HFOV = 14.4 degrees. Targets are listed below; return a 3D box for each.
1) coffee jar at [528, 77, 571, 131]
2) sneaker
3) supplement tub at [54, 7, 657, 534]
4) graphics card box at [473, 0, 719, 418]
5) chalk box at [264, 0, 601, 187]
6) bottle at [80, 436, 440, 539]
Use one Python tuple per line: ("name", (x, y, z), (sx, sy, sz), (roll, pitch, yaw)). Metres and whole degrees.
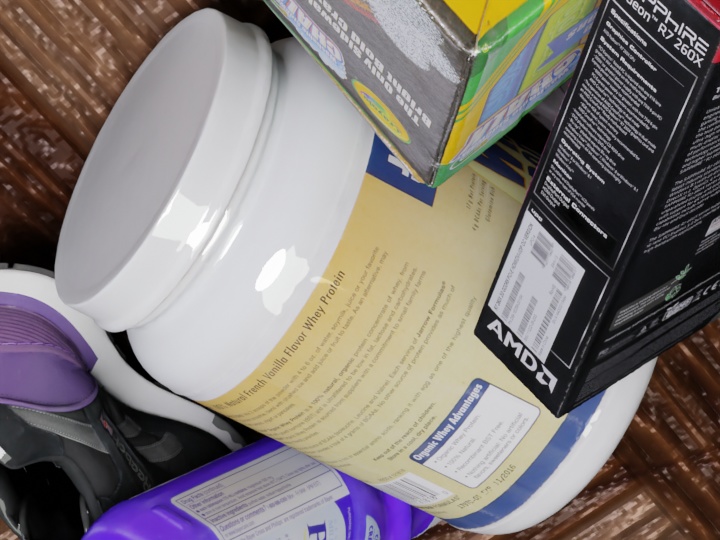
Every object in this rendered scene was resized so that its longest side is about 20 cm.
("coffee jar", (0.152, -0.111, 1.057), (0.200, 0.085, 0.104), (-41, 125, 16))
("sneaker", (-0.108, 0.084, 1.116), (0.076, 0.088, 0.200), (-15, 144, 25))
("supplement tub", (0.000, 0.000, 1.071), (0.200, 0.145, 0.145), (27, 115, -22))
("graphics card box", (0.118, -0.049, 0.949), (0.125, 0.051, 0.200), (-30, 153, -33))
("chalk box", (0.035, -0.122, 0.961), (0.124, 0.200, 0.125), (-39, 83, -11))
("bottle", (-0.034, 0.108, 1.114), (0.065, 0.200, 0.084), (29, 116, 25))
